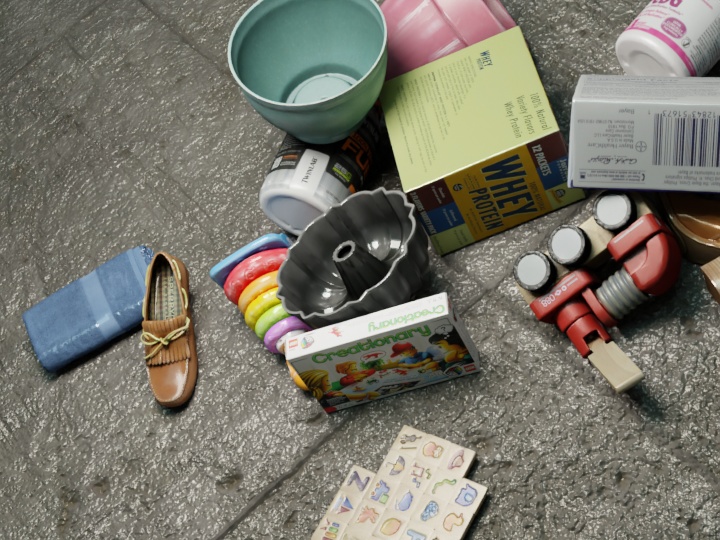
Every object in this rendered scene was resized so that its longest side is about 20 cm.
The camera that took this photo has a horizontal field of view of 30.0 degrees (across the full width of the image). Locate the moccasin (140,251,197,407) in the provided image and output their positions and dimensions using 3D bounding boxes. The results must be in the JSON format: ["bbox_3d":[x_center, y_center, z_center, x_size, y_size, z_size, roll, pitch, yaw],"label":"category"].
[{"bbox_3d":[-0.247,0.075,1.732,0.073,0.078,0.203,-3,71,11],"label":"moccasin"}]

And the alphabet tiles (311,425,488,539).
[{"bbox_3d":[0.043,0.272,1.499,0.166,0.008,0.201,17,64,34],"label":"alphabet tiles"}]

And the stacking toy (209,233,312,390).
[{"bbox_3d":[-0.097,0.063,1.682,0.109,0.116,0.201,-30,60,6],"label":"stacking toy"}]

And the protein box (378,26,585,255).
[{"bbox_3d":[0.149,-0.163,1.696,0.199,0.135,0.200,-22,49,10],"label":"protein box"}]

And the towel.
[{"bbox_3d":[-0.357,0.054,1.837,0.199,0.049,0.112,-29,52,1],"label":"towel"}]

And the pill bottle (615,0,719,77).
[{"bbox_3d":[0.424,-0.320,1.696,0.113,0.114,0.200,31,73,39],"label":"pill bottle"}]

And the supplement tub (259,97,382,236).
[{"bbox_3d":[-0.046,-0.151,1.791,0.122,0.123,0.201,6,59,29],"label":"supplement tub"}]

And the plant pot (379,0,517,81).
[{"bbox_3d":[0.099,-0.319,1.813,0.179,0.200,0.201,-36,47,16],"label":"plant pot"}]

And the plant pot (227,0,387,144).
[{"bbox_3d":[-0.055,-0.245,1.698,0.199,0.135,0.202,-5,56,8],"label":"plant pot"}]

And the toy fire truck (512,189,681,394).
[{"bbox_3d":[0.286,0.032,1.502,0.176,0.128,0.201,-38,69,18],"label":"toy fire truck"}]

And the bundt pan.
[{"bbox_3d":[0.000,0.000,1.616,0.201,0.076,0.203,-26,36,21],"label":"bundt pan"}]

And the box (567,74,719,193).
[{"bbox_3d":[0.334,-0.159,1.540,0.182,0.106,0.200,3,17,12],"label":"box"}]

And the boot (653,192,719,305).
[{"bbox_3d":[0.434,-0.061,1.531,0.154,0.074,0.201,-29,56,2],"label":"boot"}]

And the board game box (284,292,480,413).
[{"bbox_3d":[0.027,0.098,1.567,0.199,0.126,0.035,-17,50,14],"label":"board game box"}]
